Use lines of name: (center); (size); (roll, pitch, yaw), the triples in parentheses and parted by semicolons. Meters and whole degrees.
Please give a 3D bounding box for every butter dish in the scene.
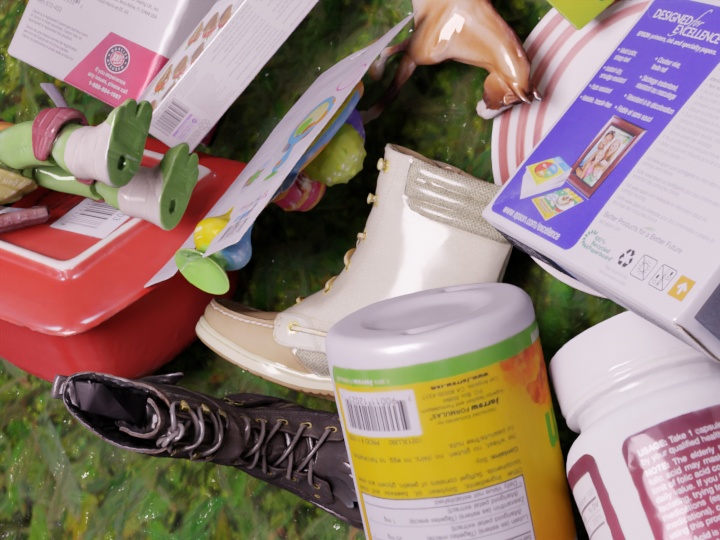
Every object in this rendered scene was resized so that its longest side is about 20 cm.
butter dish: (-0.168, 0.012, 1.033); (0.199, 0.200, 0.148); (17, 131, 36)

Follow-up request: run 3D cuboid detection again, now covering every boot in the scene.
boot: (0.000, 0.000, 0.948); (0.199, 0.072, 0.155); (15, 97, 29)
boot: (-0.060, 0.102, 0.913); (0.199, 0.174, 0.070); (10, 84, 35)

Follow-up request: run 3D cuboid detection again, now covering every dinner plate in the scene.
dinner plate: (0.165, -0.080, 0.898); (0.199, 0.024, 0.201); (-10, 72, 32)

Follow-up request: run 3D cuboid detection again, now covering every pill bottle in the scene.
pill bottle: (0.170, 0.123, 0.789); (0.114, 0.114, 0.201); (-29, 64, 25)
pill bottle: (0.054, 0.116, 0.840); (0.111, 0.111, 0.201); (-5, 103, 33)

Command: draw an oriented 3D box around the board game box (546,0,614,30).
board game box: (0.066, -0.228, 0.879); (0.048, 0.200, 0.102); (-40, 41, 18)

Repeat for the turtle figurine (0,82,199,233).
turtle figurine: (-0.191, -0.103, 0.950); (0.193, 0.144, 0.200); (14, 42, 25)

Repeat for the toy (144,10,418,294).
toy: (-0.035, -0.059, 0.932); (0.115, 0.047, 0.200); (-23, 23, 54)

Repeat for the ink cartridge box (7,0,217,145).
ink cartridge box: (-0.136, -0.209, 1.095); (0.145, 0.084, 0.201); (28, 95, 35)

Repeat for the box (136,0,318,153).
box: (-0.065, -0.160, 0.998); (0.200, 0.041, 0.039); (-49, 31, 14)

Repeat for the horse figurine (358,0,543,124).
horse figurine: (0.041, -0.177, 0.977); (0.132, 0.050, 0.201); (-22, 65, 47)

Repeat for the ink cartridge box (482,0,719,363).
ink cartridge box: (0.173, -0.072, 0.791); (0.200, 0.043, 0.198); (-53, 27, 0)
